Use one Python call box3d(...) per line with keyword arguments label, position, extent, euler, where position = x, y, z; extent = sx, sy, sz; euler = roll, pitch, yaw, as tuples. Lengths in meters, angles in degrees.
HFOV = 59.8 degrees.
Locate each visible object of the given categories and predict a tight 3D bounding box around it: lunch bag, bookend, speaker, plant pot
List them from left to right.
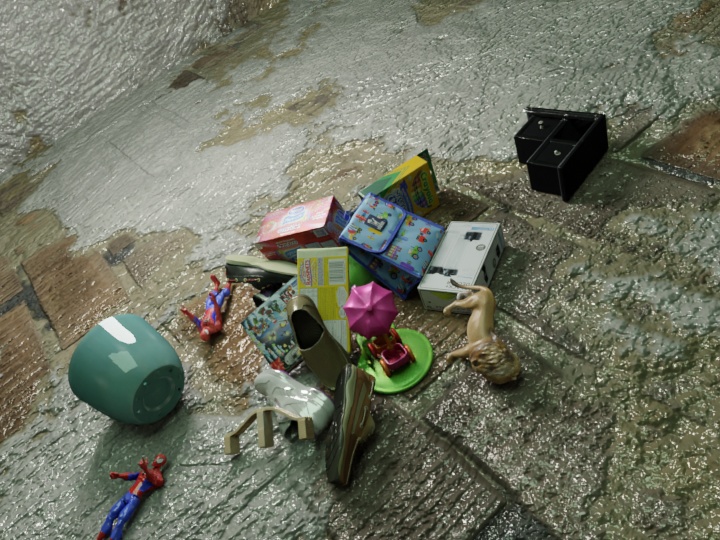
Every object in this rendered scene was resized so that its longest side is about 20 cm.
box3d(label="plant pot", position=(-0.451, 0.213, 1.258), extent=(0.160, 0.202, 0.201), euler=(25, 59, 30))
box3d(label="speaker", position=(0.000, 0.000, 1.337), extent=(0.087, 0.089, 0.201), euler=(11, 51, 36))
box3d(label="lunch bag", position=(0.051, -0.065, 1.297), extent=(0.198, 0.094, 0.151), euler=(31, 54, -1))
box3d(label="bookend", position=(0.419, -0.268, 1.412), extent=(0.199, 0.093, 0.199), euler=(20, 57, 42))

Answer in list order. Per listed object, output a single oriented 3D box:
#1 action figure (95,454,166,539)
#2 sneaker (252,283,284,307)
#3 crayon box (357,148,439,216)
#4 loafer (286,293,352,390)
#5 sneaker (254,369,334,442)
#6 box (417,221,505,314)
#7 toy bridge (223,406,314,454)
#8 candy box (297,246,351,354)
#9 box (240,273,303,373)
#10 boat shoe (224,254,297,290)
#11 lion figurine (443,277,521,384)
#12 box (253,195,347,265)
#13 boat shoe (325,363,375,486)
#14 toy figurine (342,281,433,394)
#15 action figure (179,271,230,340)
box3d(label="action figure", position=(-0.423, 0.399, 1.107), extent=(0.065, 0.100, 0.201), euler=(10, 48, 34))
box3d(label="sneaker", position=(-0.148, 0.069, 1.349), extent=(0.087, 0.076, 0.199), euler=(-39, 40, -25))
box3d(label="crayon box", position=(0.104, -0.173, 1.443), extent=(0.199, 0.127, 0.052), euler=(-34, 40, -12))
box3d(label="loafer", position=(-0.080, 0.140, 1.144), extent=(0.076, 0.201, 0.067), euler=(-33, 4, 10))
box3d(label="sneaker", position=(-0.137, 0.245, 1.143), extent=(0.198, 0.075, 0.100), euler=(14, 56, 39))
box3d(label="box", position=(0.206, -0.009, 1.259), extent=(0.115, 0.061, 0.201), euler=(6, 48, 33))
box3d(label="toy bridge", position=(-0.168, 0.277, 1.103), extent=(0.198, 0.027, 0.068), euler=(-19, 68, 30))
box3d(label="candy box", position=(-0.070, 0.058, 1.204), extent=(0.100, 0.026, 0.204), euler=(-2, 83, 9))
box3d(label="box", position=(-0.121, 0.095, 1.242), extent=(0.199, 0.040, 0.137), euler=(-40, 77, 1))
box3d(label="boat shoe", position=(-0.210, 0.009, 1.378), extent=(0.198, 0.064, 0.073), euler=(7, 14, 24))
box3d(label="lion figurine", position=(0.209, 0.097, 1.085), extent=(0.122, 0.072, 0.203), euler=(-21, 69, 45))
box3d(label="box", position=(-0.124, -0.080, 1.387), extent=(0.198, 0.100, 0.096), euler=(-11, 46, 31))
box3d(label="boat shoe", position=(-0.009, 0.258, 1.057), extent=(0.073, 0.076, 0.203), euler=(17, 62, -15))
box3d(label="toy figurine", position=(0.028, 0.092, 1.141), extent=(0.149, 0.185, 0.200), euler=(-29, 38, -7))
box3d(label="action figure", position=(-0.347, 0.066, 1.427), extent=(0.064, 0.100, 0.202), euler=(-14, 42, 14))
